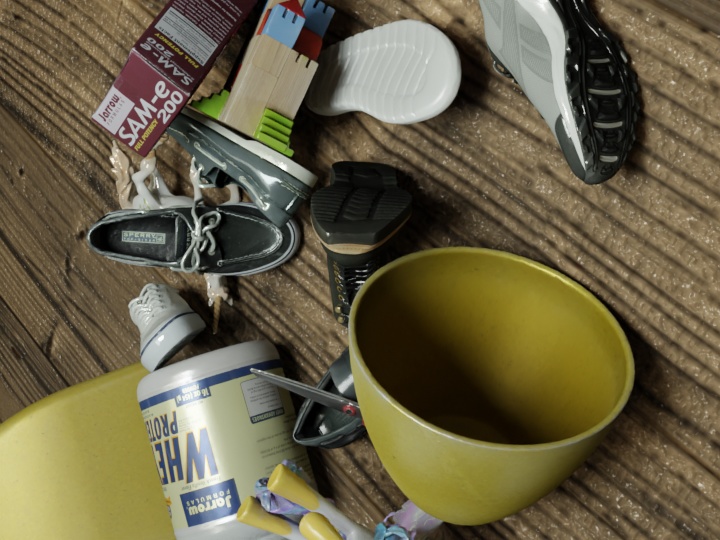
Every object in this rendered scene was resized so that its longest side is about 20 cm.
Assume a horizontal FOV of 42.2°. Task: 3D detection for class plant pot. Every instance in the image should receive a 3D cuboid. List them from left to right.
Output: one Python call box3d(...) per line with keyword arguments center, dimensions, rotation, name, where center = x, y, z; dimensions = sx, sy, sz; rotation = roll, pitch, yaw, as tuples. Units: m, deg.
box3d(center=(-0.306, 0.222, 0.998), dimensions=(0.194, 0.197, 0.198), rotation=(-25, 81, 63), name="plant pot")
box3d(center=(0.082, 0.100, 0.681), dimensions=(0.199, 0.199, 0.144), rotation=(37, 136, 32), name="plant pot")

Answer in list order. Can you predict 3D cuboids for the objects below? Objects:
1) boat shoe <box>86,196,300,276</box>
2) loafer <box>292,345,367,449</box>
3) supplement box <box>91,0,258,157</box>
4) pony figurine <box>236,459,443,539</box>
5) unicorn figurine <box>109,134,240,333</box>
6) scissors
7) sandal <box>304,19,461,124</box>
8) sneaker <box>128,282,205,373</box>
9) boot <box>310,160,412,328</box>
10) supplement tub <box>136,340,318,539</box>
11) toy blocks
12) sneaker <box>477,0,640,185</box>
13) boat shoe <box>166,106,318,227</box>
box3d(center=(-0.156, -0.032, 0.878), dimensions=(0.196, 0.068, 0.075), rotation=(6, 94, 0), name="boat shoe")
box3d(center=(0.008, 0.094, 0.812), dimensions=(0.068, 0.070, 0.201), rotation=(56, 128, 21), name="loafer")
box3d(center=(-0.148, -0.205, 0.817), dimensions=(0.061, 0.201, 0.109), rotation=(36, 142, -15), name="supplement box")
box3d(center=(0.003, 0.225, 0.716), dimensions=(0.168, 0.198, 0.193), rotation=(-58, 11, 1), name="pony figurine")
box3d(center=(-0.177, -0.053, 0.961), dimensions=(0.199, 0.073, 0.139), rotation=(34, 127, 31), name="unicorn figurine")
box3d(center=(0.005, 0.115, 0.781), dimensions=(0.198, 0.014, 0.073), rotation=(32, 138, -9), name="scissors")
box3d(center=(0.024, -0.161, 0.777), dimensions=(0.202, 0.049, 0.084), rotation=(18, 95, 53), name="sandal")
box3d(center=(-0.203, 0.052, 0.934), dimensions=(0.071, 0.073, 0.200), rotation=(50, 170, -7), name="sneaker")
box3d(center=(0.000, 0.000, 0.748), dimensions=(0.076, 0.200, 0.141), rotation=(6, 108, 5), name="boot")
box3d(center=(-0.122, 0.182, 0.896), dimensions=(0.144, 0.144, 0.203), rotation=(-24, 80, 42), name="supplement tub")
box3d(center=(-0.074, -0.182, 0.805), dimensions=(0.138, 0.099, 0.200), rotation=(-64, 17, 4), name="toy blocks")
box3d(center=(0.135, -0.152, 0.665), dimensions=(0.079, 0.073, 0.203), rotation=(-36, 66, 49), name="sneaker")
box3d(center=(-0.134, -0.104, 0.874), dimensions=(0.198, 0.073, 0.062), rotation=(27, 92, 21), name="boat shoe")
